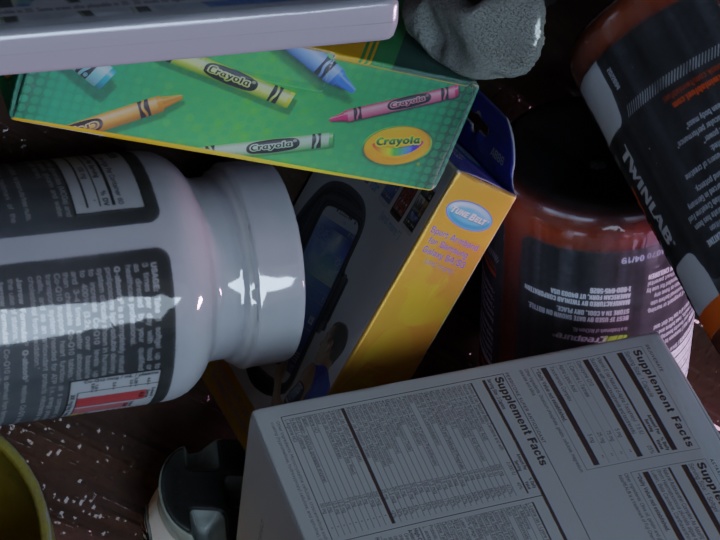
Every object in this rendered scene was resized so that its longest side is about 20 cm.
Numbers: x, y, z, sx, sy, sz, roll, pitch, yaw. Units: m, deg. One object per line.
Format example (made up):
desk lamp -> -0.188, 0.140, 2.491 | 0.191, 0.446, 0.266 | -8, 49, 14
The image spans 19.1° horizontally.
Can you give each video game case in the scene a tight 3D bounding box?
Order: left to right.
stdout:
video game case -> -0.107, -0.138, 0.852 | 0.199, 0.183, 0.022 | -8, 130, -19

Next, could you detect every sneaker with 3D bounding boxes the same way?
sneaker -> -0.015, 0.132, 1.087 | 0.199, 0.074, 0.089 | 9, 146, -16

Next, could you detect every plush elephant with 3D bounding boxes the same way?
plush elephant -> 0.071, -0.172, 0.926 | 0.199, 0.155, 0.166 | -10, 119, -19

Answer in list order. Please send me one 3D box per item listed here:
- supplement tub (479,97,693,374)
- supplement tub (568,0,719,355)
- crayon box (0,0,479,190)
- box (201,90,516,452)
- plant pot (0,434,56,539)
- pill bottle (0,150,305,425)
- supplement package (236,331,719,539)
supplement tub -> 0.112, 0.022, 1.059 | 0.106, 0.107, 0.201 | -13, 131, -16
supplement tub -> 0.175, -0.032, 0.911 | 0.106, 0.201, 0.107 | -23, 164, -7
crayon box -> -0.063, -0.101, 0.926 | 0.199, 0.119, 0.058 | 8, 119, -27
box -> 0.000, 0.000, 1.009 | 0.041, 0.119, 0.201 | 20, 106, -29
plant pot -> -0.218, 0.183, 0.982 | 0.199, 0.200, 0.142 | -26, 139, -9
pill bottle -> -0.132, 0.008, 0.958 | 0.199, 0.116, 0.116 | -7, 118, -20
supplement package -> 0.061, 0.146, 0.948 | 0.199, 0.151, 0.152 | -10, 138, -18
